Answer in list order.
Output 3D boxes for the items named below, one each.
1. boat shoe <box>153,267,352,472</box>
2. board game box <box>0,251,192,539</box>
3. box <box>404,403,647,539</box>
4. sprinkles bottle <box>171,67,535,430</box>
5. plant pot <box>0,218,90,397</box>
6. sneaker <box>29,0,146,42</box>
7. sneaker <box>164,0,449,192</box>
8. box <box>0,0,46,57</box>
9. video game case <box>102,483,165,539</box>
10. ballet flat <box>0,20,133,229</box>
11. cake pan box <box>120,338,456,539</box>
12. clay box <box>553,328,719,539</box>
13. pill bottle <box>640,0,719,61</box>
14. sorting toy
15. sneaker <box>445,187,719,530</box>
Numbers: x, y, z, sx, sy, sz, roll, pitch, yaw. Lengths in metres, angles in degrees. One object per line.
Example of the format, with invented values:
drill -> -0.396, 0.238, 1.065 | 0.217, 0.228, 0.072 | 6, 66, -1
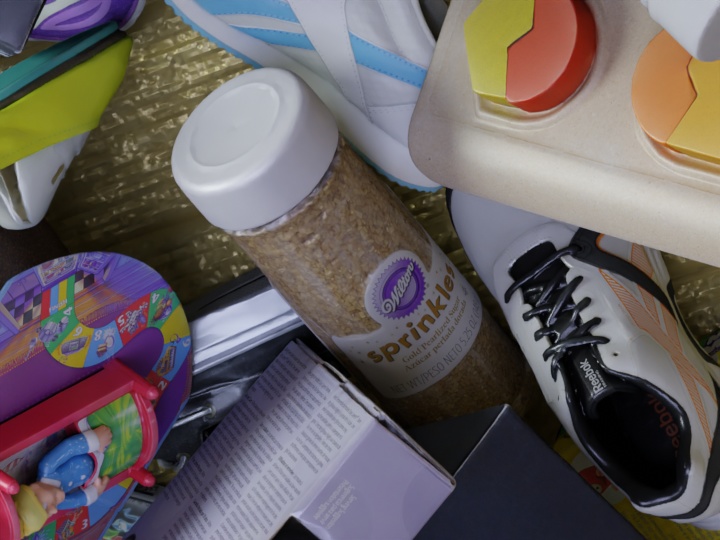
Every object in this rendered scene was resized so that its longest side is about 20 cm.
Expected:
boat shoe -> -0.082, 0.059, 1.362 | 0.200, 0.072, 0.071 | -25, 101, 19
board game box -> -0.129, 0.091, 1.255 | 0.039, 0.158, 0.200 | 32, 88, 32
box -> 0.056, 0.172, 1.295 | 0.198, 0.123, 0.200 | 43, 156, -13
sprinkles bottle -> 0.000, 0.000, 1.282 | 0.068, 0.068, 0.200 | -24, 131, 20
plant pot -> -0.232, -0.019, 1.319 | 0.187, 0.187, 0.200 | -26, 92, 21
sneaker -> -0.191, -0.137, 1.300 | 0.199, 0.083, 0.081 | 13, 115, 6
sneaker -> -0.022, -0.123, 1.278 | 0.200, 0.077, 0.081 | 36, 110, -12
box -> -0.194, -0.166, 1.161 | 0.182, 0.200, 0.104 | 24, 90, -8
video game case -> -0.086, 0.201, 1.451 | 0.181, 0.023, 0.200 | 15, 115, 6
ballet flat -> -0.167, -0.040, 1.240 | 0.067, 0.200, 0.067 | -12, 103, 51
cake pan box -> -0.053, 0.124, 1.235 | 0.052, 0.200, 0.184 | 39, 88, -13
clay box -> 0.176, 0.085, 1.331 | 0.200, 0.048, 0.115 | -32, 102, 23
pill bottle -> 0.090, -0.178, 1.112 | 0.200, 0.120, 0.120 | 48, 116, 16
sorting toy -> 0.113, -0.114, 1.187 | 0.185, 0.036, 0.201 | 18, 93, 37
sneaker -> 0.101, 0.023, 1.276 | 0.074, 0.080, 0.200 | -44, 71, 21
